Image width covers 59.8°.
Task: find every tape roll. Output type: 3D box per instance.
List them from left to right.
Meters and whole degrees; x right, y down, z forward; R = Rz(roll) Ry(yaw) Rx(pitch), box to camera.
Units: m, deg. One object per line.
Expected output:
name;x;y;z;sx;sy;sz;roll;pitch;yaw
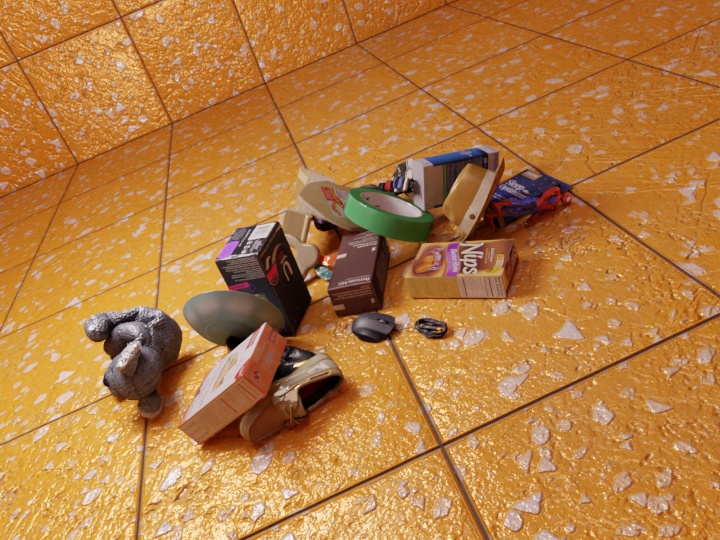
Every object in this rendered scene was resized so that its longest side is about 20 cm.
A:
tape roll;0.062;-0.124;1.380;0.196;0.049;0.201;15;21;-6

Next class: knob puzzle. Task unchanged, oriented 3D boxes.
knob puzzle;-0.055;-0.143;1.438;0.215;0.031;0.221;20;31;-12

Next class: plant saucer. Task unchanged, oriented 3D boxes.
plant saucer;-0.246;0.107;1.207;0.196;0.202;0.039;-10;54;18

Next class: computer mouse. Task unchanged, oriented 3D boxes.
computer mouse;0.068;0.100;1.156;0.196;0.035;0.059;-3;35;28

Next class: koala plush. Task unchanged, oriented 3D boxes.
koala plush;-0.437;0.179;1.230;0.180;0.181;0.200;-17;26;-12

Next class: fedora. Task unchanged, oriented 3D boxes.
fedora;0.223;-0.152;1.285;0.081;0.203;0.202;27;45;5

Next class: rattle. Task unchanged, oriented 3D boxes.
rattle;-0.133;-0.014;1.450;0.195;0.143;0.133;-6;68;6

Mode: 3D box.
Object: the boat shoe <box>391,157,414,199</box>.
boat shoe;0.114;-0.226;1.593;0.062;0.072;0.201;-14;24;11

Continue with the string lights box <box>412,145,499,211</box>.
string lights box;0.218;-0.211;1.420;0.196;0.105;0.059;-14;28;-18

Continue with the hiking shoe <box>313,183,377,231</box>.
hiking shoe;-0.023;-0.153;1.554;0.197;0.077;0.101;-29;28;-13

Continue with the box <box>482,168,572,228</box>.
box;0.354;-0.169;1.386;0.197;0.033;0.121;-28;32;-11

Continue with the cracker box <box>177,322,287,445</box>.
cracker box;-0.221;0.196;1.086;0.199;0.058;0.135;-38;20;30

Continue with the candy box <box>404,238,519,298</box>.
candy box;0.197;-0.003;1.211;0.196;0.057;0.117;-1;36;29

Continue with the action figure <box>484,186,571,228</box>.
action figure;0.353;-0.131;1.288;0.196;0.066;0.052;-17;56;-20

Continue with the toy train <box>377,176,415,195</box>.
toy train;0.079;-0.196;1.461;0.045;0.035;0.200;14;-1;-16

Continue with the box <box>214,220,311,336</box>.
box;-0.192;0.021;1.275;0.104;0.203;0.123;-7;34;22

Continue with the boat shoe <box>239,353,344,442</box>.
boat shoe;-0.112;0.219;1.050;0.199;0.075;0.066;-39;38;-18

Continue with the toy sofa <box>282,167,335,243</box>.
toy sofa;-0.125;-0.155;1.508;0.095;0.084;0.202;15;39;-7

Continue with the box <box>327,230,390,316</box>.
box;0.000;0.000;1.314;0.098;0.076;0.202;-11;35;17

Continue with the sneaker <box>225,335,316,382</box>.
sneaker;-0.170;0.158;1.160;0.196;0.091;0.070;-3;36;31
